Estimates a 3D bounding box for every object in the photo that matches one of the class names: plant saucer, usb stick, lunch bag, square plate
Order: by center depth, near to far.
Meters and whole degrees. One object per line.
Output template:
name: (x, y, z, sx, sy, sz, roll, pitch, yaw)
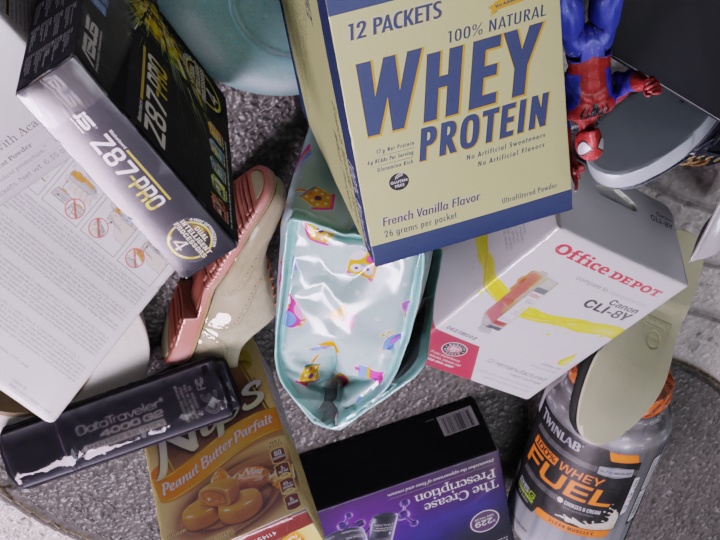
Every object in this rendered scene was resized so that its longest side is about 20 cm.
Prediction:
plant saucer: (-0.043, -0.204, 0.890, 0.200, 0.039, 0.202, -9, 128, -12)
lunch bag: (0.000, 0.000, 0.963, 0.121, 0.171, 0.201, 7, 128, 3)
square plate: (0.325, -0.107, 0.994, 0.028, 0.198, 0.201, 29, 113, 12)
usb stick: (-0.195, 0.122, 1.020, 0.199, 0.033, 0.056, -20, 96, 4)

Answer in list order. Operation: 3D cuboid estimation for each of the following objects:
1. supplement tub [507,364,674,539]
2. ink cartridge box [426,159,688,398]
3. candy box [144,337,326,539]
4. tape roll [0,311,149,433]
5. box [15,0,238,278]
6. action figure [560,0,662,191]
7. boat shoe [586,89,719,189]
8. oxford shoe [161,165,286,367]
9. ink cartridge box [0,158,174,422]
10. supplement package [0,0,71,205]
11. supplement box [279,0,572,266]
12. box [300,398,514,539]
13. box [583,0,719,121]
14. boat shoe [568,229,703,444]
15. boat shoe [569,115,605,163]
supplement tub: (0.219, 0.170, 1.198, 0.122, 0.123, 0.201, 0, 124, -19)
ink cartridge box: (0.144, 0.010, 1.043, 0.145, 0.084, 0.200, 21, 136, -28)
candy box: (-0.110, 0.156, 1.028, 0.115, 0.200, 0.055, -23, 132, -1)
tape roll: (-0.270, 0.065, 1.014, 0.202, 0.037, 0.203, -9, 127, -12)
box: (-0.145, -0.112, 0.814, 0.049, 0.200, 0.161, -31, 124, 14)
action figure: (0.146, -0.133, 0.772, 0.065, 0.099, 0.200, -13, 135, -2)
boat shoe: (0.257, -0.107, 1.002, 0.200, 0.071, 0.091, -40, 140, -21)
oxford shoe: (-0.094, 0.001, 1.005, 0.074, 0.071, 0.200, 14, 130, -23)
ink cartridge box: (-0.230, -0.012, 0.935, 0.161, 0.050, 0.200, 42, 78, -28)
supplement package: (-0.272, -0.151, 0.801, 0.121, 0.120, 0.200, -33, 128, 8)
supplement box: (0.031, -0.151, 0.801, 0.134, 0.200, 0.201, -16, 128, -6)
box: (0.036, 0.224, 1.207, 0.199, 0.079, 0.141, -18, 131, -5)
box: (0.190, -0.202, 0.894, 0.200, 0.141, 0.079, 22, 115, -31)
boat shoe: (0.231, 0.056, 1.101, 0.074, 0.063, 0.202, 30, 78, -25)
boat shoe: (0.133, -0.120, 0.993, 0.201, 0.065, 0.075, 21, 116, -30)
